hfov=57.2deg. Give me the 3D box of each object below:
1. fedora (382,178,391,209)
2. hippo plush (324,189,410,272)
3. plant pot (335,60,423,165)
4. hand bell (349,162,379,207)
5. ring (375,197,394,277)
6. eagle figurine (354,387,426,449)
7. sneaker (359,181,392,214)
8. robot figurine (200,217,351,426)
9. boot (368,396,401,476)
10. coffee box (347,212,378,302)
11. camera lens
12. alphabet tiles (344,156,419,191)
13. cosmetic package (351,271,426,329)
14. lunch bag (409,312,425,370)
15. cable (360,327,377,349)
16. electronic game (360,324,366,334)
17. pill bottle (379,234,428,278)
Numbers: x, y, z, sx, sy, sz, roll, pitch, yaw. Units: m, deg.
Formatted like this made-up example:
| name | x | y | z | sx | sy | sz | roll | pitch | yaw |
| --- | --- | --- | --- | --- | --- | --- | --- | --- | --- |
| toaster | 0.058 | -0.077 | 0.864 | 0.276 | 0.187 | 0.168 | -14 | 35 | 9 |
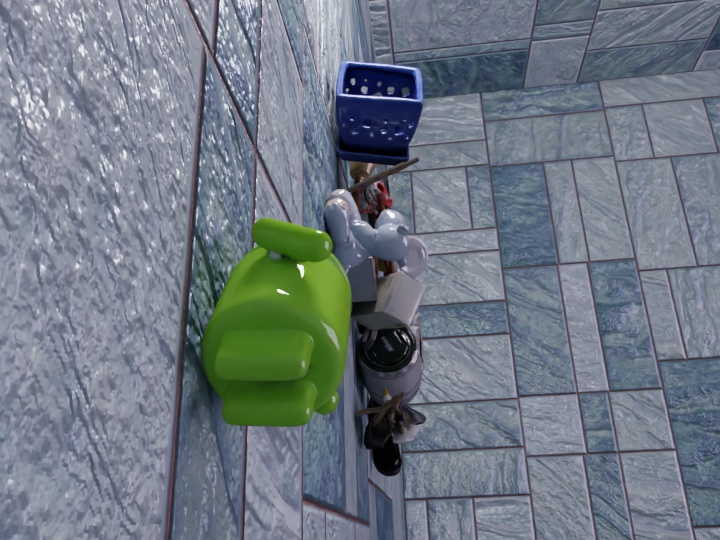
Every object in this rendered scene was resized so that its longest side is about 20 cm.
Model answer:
| name | x | y | z | sx | sy | sz | roll | pitch | yaw |
| --- | --- | --- | --- | --- | --- | --- | --- | --- | --- |
| fedora | 0.050 | -0.199 | 2.118 | 0.201 | 0.091 | 0.203 | -5 | 90 | -85 |
| hippo plush | 0.018 | -0.078 | 1.313 | 0.201 | 0.159 | 0.160 | -88 | 172 | -51 |
| plant pot | 0.038 | -0.363 | 1.551 | 0.201 | 0.198 | 0.181 | -88 | -176 | -52 |
| hand bell | -0.009 | -0.214 | 1.670 | 0.104 | 0.103 | 0.202 | 77 | 23 | -59 |
| ring | 0.053 | -0.068 | 1.543 | 0.200 | 0.019 | 0.203 | 171 | -90 | -86 |
| eagle figurine | 0.078 | 0.357 | 1.590 | 0.201 | 0.150 | 0.152 | 80 | 26 | -57 |
| sneaker | 0.030 | -0.136 | 1.683 | 0.067 | 0.107 | 0.203 | 32 | 41 | -42 |
| robot figurine | -0.066 | 0.045 | 0.566 | 0.200 | 0.114 | 0.177 | -85 | 171 | -64 |
| boot | 0.067 | 0.444 | 1.837 | 0.212 | 0.079 | 0.159 | -104 | -169 | -52 |
| coffee box | -0.002 | -0.033 | 1.493 | 0.201 | 0.079 | 0.114 | -86 | 170 | -56 |
| camera lens | 0.077 | 0.242 | 1.703 | 0.201 | 0.158 | 0.161 | 79 | 8 | -51 |
| alphabet tiles | 0.045 | -0.219 | 1.545 | 0.166 | 0.199 | 0.006 | -42 | 108 | -80 |
| cosmetic package | 0.058 | 0.072 | 1.489 | 0.106 | 0.071 | 0.200 | -64 | -163 | -15 |
| lunch bag | 0.112 | 0.226 | 2.039 | 0.139 | 0.166 | 0.202 | -42 | 128 | -83 |
| cable | 0.048 | 0.105 | 1.634 | 0.050 | 0.097 | 0.201 | 32 | 43 | -30 |
| electronic game | 0.070 | 0.097 | 1.793 | 0.200 | 0.042 | 0.200 | -47 | 169 | -12 |
| pill bottle | 0.081 | -0.046 | 1.720 | 0.200 | 0.110 | 0.112 | 19 | -63 | 62 |
